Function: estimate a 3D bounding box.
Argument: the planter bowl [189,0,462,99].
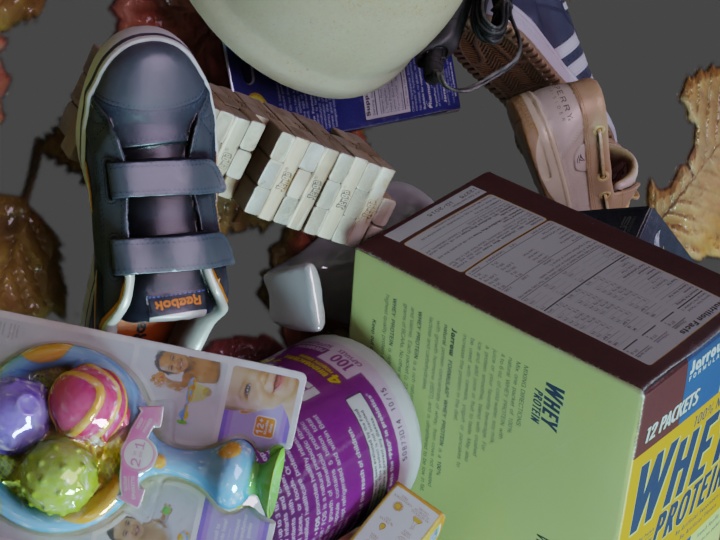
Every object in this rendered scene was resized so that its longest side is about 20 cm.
[{"bbox_3d":[-0.001,-0.217,1.093,0.199,0.134,0.202,20,57,-34],"label":"planter bowl"}]

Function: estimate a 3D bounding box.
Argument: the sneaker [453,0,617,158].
[{"bbox_3d":[0.126,-0.152,1.306,0.200,0.070,0.109,46,42,-46],"label":"sneaker"}]

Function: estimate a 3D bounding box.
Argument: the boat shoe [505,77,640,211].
[{"bbox_3d":[0.154,-0.059,1.279,0.200,0.069,0.074,59,9,-59],"label":"boat shoe"}]

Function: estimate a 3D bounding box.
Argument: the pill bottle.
[{"bbox_3d":[-0.067,0.117,1.057,0.199,0.112,0.113,-25,105,-44],"label":"pill bottle"}]

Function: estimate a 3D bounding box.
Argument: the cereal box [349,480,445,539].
[{"bbox_3d":[-0.032,0.227,1.065,0.039,0.144,0.200,34,59,13],"label":"cereal box"}]

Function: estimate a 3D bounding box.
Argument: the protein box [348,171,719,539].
[{"bbox_3d":[0.107,0.083,1.130,0.135,0.199,0.200,-30,135,-42],"label":"protein box"}]

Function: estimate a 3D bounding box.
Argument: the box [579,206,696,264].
[{"bbox_3d":[0.173,0.042,1.276,0.200,0.157,0.051,48,55,-31],"label":"box"}]

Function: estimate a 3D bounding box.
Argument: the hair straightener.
[{"bbox_3d":[0.077,-0.190,1.200,0.041,0.076,0.201,64,30,-47],"label":"hair straightener"}]

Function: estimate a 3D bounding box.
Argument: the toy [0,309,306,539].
[{"bbox_3d":[-0.135,0.084,0.945,0.198,0.047,0.116,12,77,1],"label":"toy"}]

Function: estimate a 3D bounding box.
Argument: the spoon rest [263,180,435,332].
[{"bbox_3d":[0.000,0.000,1.185,0.200,0.060,0.100,-17,100,-59],"label":"spoon rest"}]

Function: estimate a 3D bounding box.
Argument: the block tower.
[{"bbox_3d":[-0.073,-0.068,1.071,0.199,0.058,0.054,17,107,-34],"label":"block tower"}]

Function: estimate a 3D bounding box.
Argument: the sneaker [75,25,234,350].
[{"bbox_3d":[-0.105,-0.023,0.998,0.078,0.079,0.201,-7,117,-22],"label":"sneaker"}]

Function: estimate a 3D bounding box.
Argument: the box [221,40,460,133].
[{"bbox_3d":[-0.021,-0.144,1.180,0.199,0.032,0.122,-15,98,-47],"label":"box"}]
